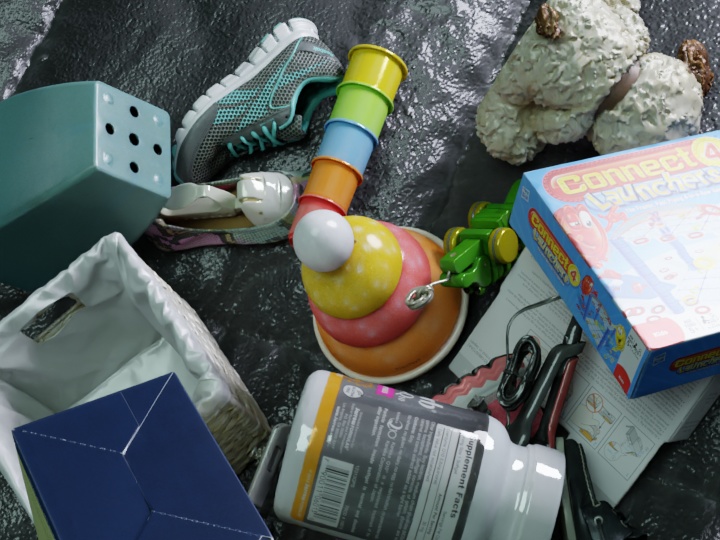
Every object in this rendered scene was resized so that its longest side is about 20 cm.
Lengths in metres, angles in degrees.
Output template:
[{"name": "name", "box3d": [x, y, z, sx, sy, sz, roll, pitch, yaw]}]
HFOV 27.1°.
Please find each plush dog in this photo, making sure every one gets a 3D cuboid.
[{"name": "plush dog", "box3d": [0.214, -0.158, 1.275, 0.171, 0.160, 0.201, 35, 85, 2]}]

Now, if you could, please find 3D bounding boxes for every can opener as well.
[{"name": "can opener", "box3d": [-0.088, 0.224, 1.270, 0.066, 0.053, 0.201, 19, 77, 26]}]

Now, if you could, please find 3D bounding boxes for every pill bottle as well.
[{"name": "pill bottle", "box3d": [0.043, 0.153, 1.100, 0.198, 0.116, 0.117, 15, 73, 1]}]

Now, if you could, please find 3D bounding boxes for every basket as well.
[{"name": "basket", "box3d": [-0.208, 0.118, 1.299, 0.198, 0.161, 0.200, -40, 60, 2]}]

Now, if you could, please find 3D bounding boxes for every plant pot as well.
[{"name": "plant pot", "box3d": [-0.272, -0.084, 1.382, 0.199, 0.141, 0.142, -22, 60, 36]}]

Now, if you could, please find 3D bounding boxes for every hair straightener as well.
[{"name": "hair straightener", "box3d": [0.126, 0.108, 1.169, 0.076, 0.041, 0.202, 21, 90, -18]}]

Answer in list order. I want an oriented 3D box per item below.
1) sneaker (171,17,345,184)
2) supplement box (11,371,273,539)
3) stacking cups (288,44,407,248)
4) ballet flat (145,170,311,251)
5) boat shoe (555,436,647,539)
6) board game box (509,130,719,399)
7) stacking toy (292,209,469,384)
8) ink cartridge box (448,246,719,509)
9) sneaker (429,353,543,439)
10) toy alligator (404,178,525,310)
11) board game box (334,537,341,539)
[{"name": "sneaker", "box3d": [-0.094, -0.146, 1.417, 0.200, 0.078, 0.091, -47, 64, -1]}, {"name": "supplement box", "box3d": [-0.154, 0.228, 1.115, 0.133, 0.201, 0.200, -18, 41, -19]}, {"name": "stacking cups", "box3d": [-0.016, -0.110, 1.359, 0.060, 0.061, 0.201, 10, 63, 24]}, {"name": "ballet flat", "box3d": [-0.120, -0.061, 1.390, 0.198, 0.071, 0.070, -8, 65, 18]}, {"name": "boat shoe", "box3d": [0.192, 0.221, 1.154, 0.065, 0.075, 0.201, -9, 57, 4]}, {"name": "board game box", "box3d": [0.250, -0.011, 1.165, 0.198, 0.056, 0.196, -13, 50, -22]}, {"name": "stacking toy", "box3d": [0.000, 0.000, 1.245, 0.145, 0.200, 0.147, -7, 66, 17]}, {"name": "ink cartridge box", "box3d": [0.191, 0.073, 1.231, 0.200, 0.045, 0.177, 44, 114, 30]}, {"name": "sneaker", "box3d": [0.065, 0.146, 1.199, 0.199, 0.074, 0.087, -29, 82, -15]}, {"name": "toy alligator", "box3d": [0.101, -0.007, 1.264, 0.059, 0.055, 0.200, 2, 36, 40]}, {"name": "board game box", "box3d": [0.040, 0.224, 1.209, 0.119, 0.032, 0.202, -4, 63, -13]}]
